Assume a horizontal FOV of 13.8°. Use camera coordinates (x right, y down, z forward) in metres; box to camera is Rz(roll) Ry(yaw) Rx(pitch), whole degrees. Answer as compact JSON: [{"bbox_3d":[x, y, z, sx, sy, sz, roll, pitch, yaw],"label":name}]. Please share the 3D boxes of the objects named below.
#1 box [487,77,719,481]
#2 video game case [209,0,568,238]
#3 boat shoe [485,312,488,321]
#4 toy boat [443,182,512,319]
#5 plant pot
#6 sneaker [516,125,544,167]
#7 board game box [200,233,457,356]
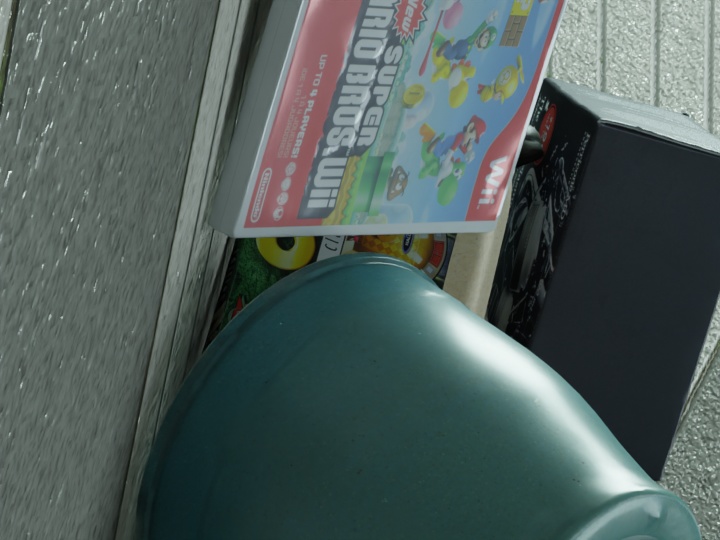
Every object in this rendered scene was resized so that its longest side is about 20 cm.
[{"bbox_3d":[0.144,0.001,1.793,0.182,0.104,0.200,-125,-130,-76],"label":"box"},{"bbox_3d":[0.019,-0.084,1.352,0.200,0.017,0.143,-3,114,-53],"label":"video game case"},{"bbox_3d":[0.046,0.032,1.791,0.200,0.066,0.072,13,76,-77],"label":"boat shoe"},{"bbox_3d":[-0.003,-0.023,1.556,0.131,0.130,0.200,-132,-131,-56],"label":"toy boat"},{"bbox_3d":[0.038,0.120,1.293,0.200,0.188,0.200,-28,132,-36],"label":"plant pot"},{"bbox_3d":[0.043,-0.100,1.836,0.200,0.074,0.089,8,-75,61],"label":"sneaker"},{"bbox_3d":[-0.004,-0.024,1.435,0.023,0.105,0.200,139,-31,-62],"label":"board game box"}]
